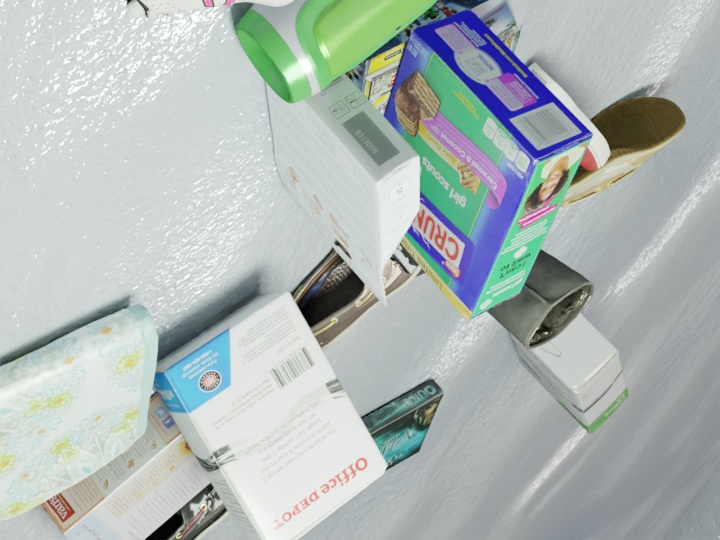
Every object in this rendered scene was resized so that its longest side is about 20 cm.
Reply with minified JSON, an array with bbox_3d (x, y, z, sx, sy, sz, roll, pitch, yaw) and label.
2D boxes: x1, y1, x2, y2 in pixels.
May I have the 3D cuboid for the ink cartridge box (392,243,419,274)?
[{"bbox_3d":[0.087,-0.100,1.473,0.200,0.095,0.037,-44,-164,-2],"label":"ink cartridge box"}]

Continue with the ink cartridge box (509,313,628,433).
[{"bbox_3d":[0.278,0.118,2.036,0.084,0.146,0.200,-42,156,-5],"label":"ink cartridge box"}]

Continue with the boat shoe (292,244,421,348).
[{"bbox_3d":[0.000,0.000,1.524,0.200,0.072,0.059,-45,158,14],"label":"boat shoe"}]

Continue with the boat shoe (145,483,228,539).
[{"bbox_3d":[-0.186,0.243,1.615,0.202,0.074,0.063,-49,144,-1],"label":"boat shoe"}]

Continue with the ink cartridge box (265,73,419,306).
[{"bbox_3d":[-0.013,-0.081,1.266,0.047,0.160,0.201,-34,154,-15],"label":"ink cartridge box"}]

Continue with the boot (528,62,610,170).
[{"bbox_3d":[0.179,-0.122,1.605,0.144,0.073,0.200,-47,147,9],"label":"boot"}]

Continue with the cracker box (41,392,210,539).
[{"bbox_3d":[-0.213,0.200,1.527,0.199,0.058,0.134,-40,154,-10],"label":"cracker box"}]

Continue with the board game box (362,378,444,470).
[{"bbox_3d":[0.013,0.227,1.946,0.199,0.028,0.136,-26,151,-33],"label":"board game box"}]

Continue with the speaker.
[{"bbox_3d":[0.003,-0.217,1.168,0.199,0.089,0.089,-39,155,-10],"label":"speaker"}]

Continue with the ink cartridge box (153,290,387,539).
[{"bbox_3d":[-0.089,0.143,1.445,0.145,0.202,0.084,-32,-170,-22],"label":"ink cartridge box"}]

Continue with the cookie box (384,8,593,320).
[{"bbox_3d":[0.093,-0.089,1.311,0.075,0.172,0.201,-22,148,-32],"label":"cookie box"}]

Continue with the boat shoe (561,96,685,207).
[{"bbox_3d":[0.283,-0.135,1.746,0.198,0.074,0.067,-25,154,-15],"label":"boat shoe"}]

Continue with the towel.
[{"bbox_3d":[-0.263,0.129,1.352,0.170,0.048,0.201,-29,151,-31],"label":"towel"}]

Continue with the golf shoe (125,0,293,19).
[{"bbox_3d":[-0.120,-0.209,1.018,0.199,0.073,0.092,11,129,-49],"label":"golf shoe"}]

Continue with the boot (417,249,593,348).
[{"bbox_3d":[0.111,0.014,1.554,0.181,0.200,0.073,-39,155,-8],"label":"boot"}]

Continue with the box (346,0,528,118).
[{"bbox_3d":[0.061,-0.186,1.359,0.199,0.038,0.137,-30,152,-28],"label":"box"}]
